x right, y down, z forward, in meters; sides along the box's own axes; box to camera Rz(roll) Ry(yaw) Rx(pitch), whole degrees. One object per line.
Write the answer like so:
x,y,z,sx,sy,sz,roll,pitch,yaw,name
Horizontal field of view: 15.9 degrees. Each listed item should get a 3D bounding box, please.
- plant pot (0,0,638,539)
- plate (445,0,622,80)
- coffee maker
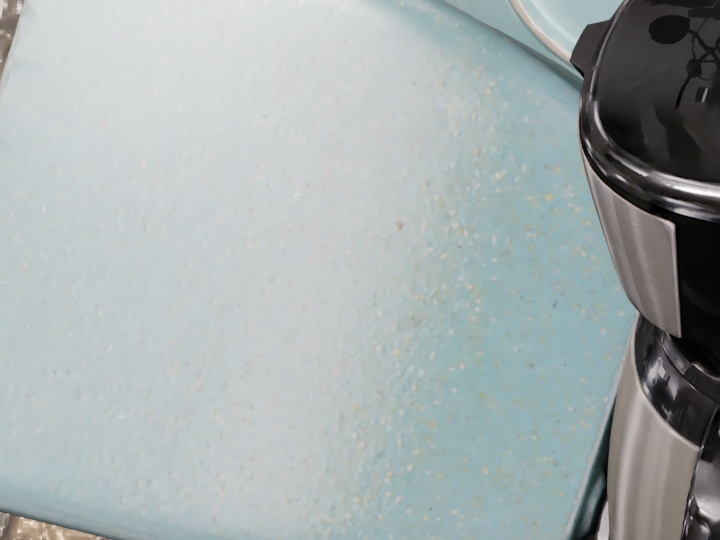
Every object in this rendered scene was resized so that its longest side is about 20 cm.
0.000,0.000,0.815,0.199,0.196,0.197,18,94,13,plant pot
0.106,-0.128,0.865,0.199,0.026,0.201,4,100,26,plate
0.152,0.020,0.660,0.191,0.200,0.135,-5,49,1,coffee maker
